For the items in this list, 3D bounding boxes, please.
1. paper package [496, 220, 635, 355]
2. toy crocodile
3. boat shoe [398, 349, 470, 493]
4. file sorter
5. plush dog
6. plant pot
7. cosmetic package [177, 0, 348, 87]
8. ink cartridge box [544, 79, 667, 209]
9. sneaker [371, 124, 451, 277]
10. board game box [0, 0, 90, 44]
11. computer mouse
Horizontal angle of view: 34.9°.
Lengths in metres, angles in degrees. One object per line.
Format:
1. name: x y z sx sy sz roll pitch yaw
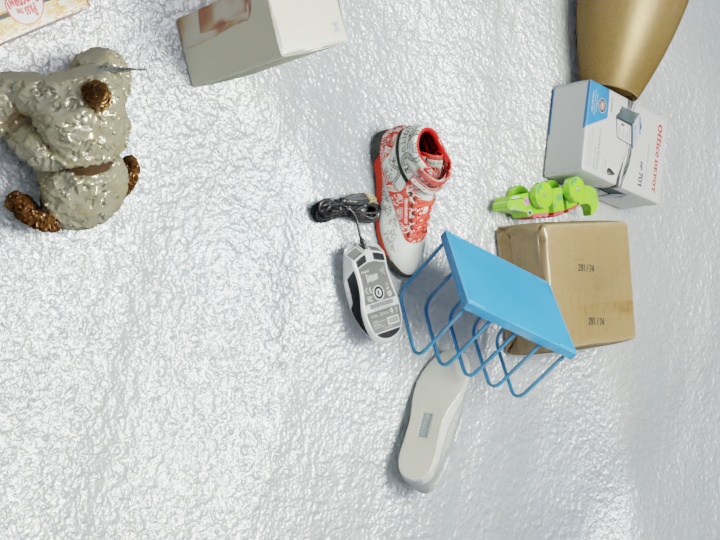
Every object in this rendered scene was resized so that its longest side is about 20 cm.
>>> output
1. paper package: 0.309 0.023 1.719 0.198 0.103 0.195 -5 91 -40
2. toy crocodile: 0.281 -0.104 1.728 0.198 0.067 0.063 -11 94 -39
3. boat shoe: 0.108 0.208 1.569 0.069 0.071 0.203 62 37 -52
4. file sorter: 0.167 0.068 1.548 0.198 0.123 0.140 25 32 -30
5. plush dog: -0.298 -0.127 1.221 0.198 0.159 0.175 -25 125 -38
6. plant pot: 0.415 -0.376 1.800 0.184 0.185 0.204 17 85 -37
7. cosmetic package: -0.117 -0.279 1.329 0.102 0.198 0.089 -20 100 -38
8. ink cartridge box: 0.390 -0.196 1.815 0.198 0.085 0.149 16 77 -36
9. sneaker: 0.074 -0.094 1.531 0.066 0.107 0.206 -9 93 -39
10. board game box: -0.395 -0.344 1.205 0.151 0.046 0.203 -33 107 -36
11. computer mouse: 0.000 0.000 1.508 0.109 0.043 0.204 -13 90 -44
